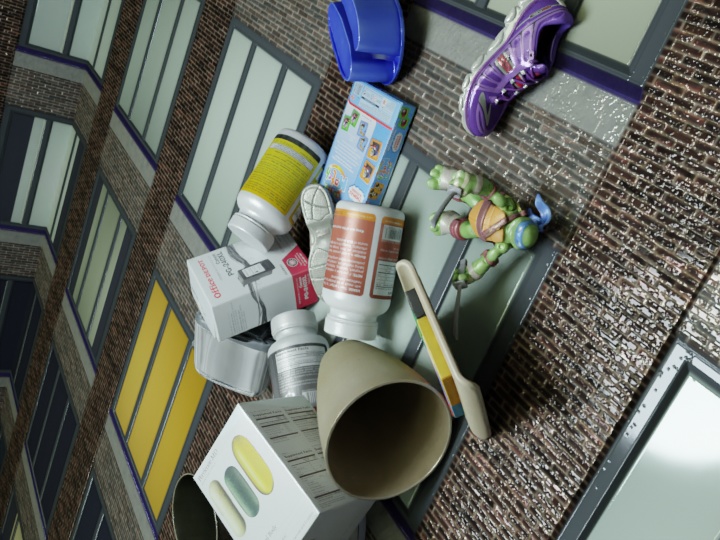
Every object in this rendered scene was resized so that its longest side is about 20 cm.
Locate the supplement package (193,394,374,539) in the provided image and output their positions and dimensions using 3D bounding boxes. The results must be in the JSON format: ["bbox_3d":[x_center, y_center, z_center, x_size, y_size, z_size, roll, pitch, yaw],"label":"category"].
[{"bbox_3d":[-0.108,0.311,1.065,0.200,0.149,0.153,45,112,29],"label":"supplement package"}]

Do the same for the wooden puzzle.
[{"bbox_3d":[0.103,0.108,0.954,0.037,0.186,0.202,-26,56,-1],"label":"wooden puzzle"}]

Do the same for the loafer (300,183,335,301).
[{"bbox_3d":[-0.056,-0.049,1.262,0.070,0.063,0.205,-7,98,13],"label":"loafer"}]

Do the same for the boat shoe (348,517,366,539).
[{"bbox_3d":[-0.040,0.466,1.135,0.074,0.085,0.207,-2,82,52],"label":"boat shoe"}]

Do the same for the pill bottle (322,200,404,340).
[{"bbox_3d":[0.000,0.000,1.142,0.111,0.110,0.205,14,95,52],"label":"pill bottle"}]

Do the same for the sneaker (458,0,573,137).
[{"bbox_3d":[0.200,-0.259,0.955,0.084,0.079,0.202,51,123,37],"label":"sneaker"}]

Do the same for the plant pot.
[{"bbox_3d":[0.008,0.190,1.066,0.191,0.184,0.200,-70,26,16],"label":"plant pot"}]

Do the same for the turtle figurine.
[{"bbox_3d":[0.124,-0.059,0.945,0.199,0.144,0.194,-41,28,-2],"label":"turtle figurine"}]

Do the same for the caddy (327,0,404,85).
[{"bbox_3d":[0.018,-0.399,1.200,0.142,0.102,0.204,113,147,-57],"label":"caddy"}]

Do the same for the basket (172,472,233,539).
[{"bbox_3d":[-0.196,0.418,1.256,0.179,0.197,0.139,25,104,52],"label":"basket"}]

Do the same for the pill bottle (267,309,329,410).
[{"bbox_3d":[-0.099,0.175,1.244,0.110,0.109,0.204,-35,57,43],"label":"pill bottle"}]

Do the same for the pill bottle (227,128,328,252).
[{"bbox_3d":[-0.148,-0.140,1.303,0.111,0.112,0.202,13,68,52],"label":"pill bottle"}]

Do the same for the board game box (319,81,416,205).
[{"bbox_3d":[0.006,-0.202,1.231,0.151,0.036,0.204,42,117,47],"label":"board game box"}]

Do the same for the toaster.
[{"bbox_3d":[-0.221,0.145,1.371,0.196,0.114,0.131,20,120,7],"label":"toaster"}]

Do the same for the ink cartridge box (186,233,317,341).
[{"bbox_3d":[-0.195,0.020,1.316,0.146,0.196,0.085,49,152,43],"label":"ink cartridge box"}]
